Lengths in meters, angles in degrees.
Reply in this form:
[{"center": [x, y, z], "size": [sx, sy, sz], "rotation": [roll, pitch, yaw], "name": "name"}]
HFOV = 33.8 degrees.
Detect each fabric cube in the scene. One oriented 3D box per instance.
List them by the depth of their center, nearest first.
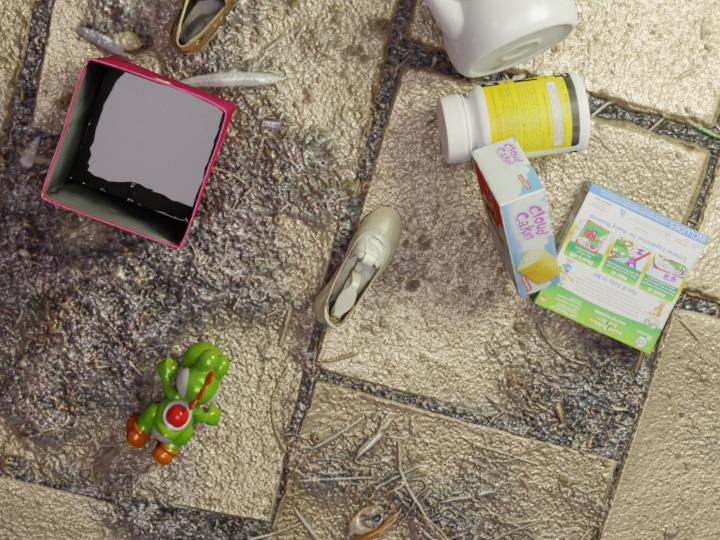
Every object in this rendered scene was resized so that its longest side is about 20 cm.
[{"center": [-0.294, -0.167, 1.609], "size": [0.196, 0.199, 0.201], "rotation": [20, 100, -6], "name": "fabric cube"}]

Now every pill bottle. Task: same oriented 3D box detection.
[{"center": [0.213, -0.211, 1.671], "size": [0.199, 0.114, 0.115], "rotation": [-8, 102, -2], "name": "pill bottle"}]

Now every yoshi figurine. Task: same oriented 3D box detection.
[{"center": [-0.258, 0.183, 1.748], "size": [0.200, 0.112, 0.112], "rotation": [-50, 59, 21], "name": "yoshi figurine"}]

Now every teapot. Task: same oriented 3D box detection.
[{"center": [0.193, -0.365, 1.616], "size": [0.197, 0.200, 0.146], "rotation": [-24, 84, 16], "name": "teapot"}]

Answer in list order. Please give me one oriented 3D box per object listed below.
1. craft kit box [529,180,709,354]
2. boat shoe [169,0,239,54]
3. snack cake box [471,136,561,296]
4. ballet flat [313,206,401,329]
[{"center": [0.383, -0.004, 1.758], "size": [0.199, 0.049, 0.198], "rotation": [24, 96, -7], "name": "craft kit box"}, {"center": [-0.197, -0.387, 1.636], "size": [0.072, 0.068, 0.200], "rotation": [26, 98, -6], "name": "boat shoe"}, {"center": [0.218, -0.073, 1.651], "size": [0.067, 0.115, 0.200], "rotation": [-20, 139, 1], "name": "snack cake box"}, {"center": [0.000, 0.000, 1.726], "size": [0.069, 0.069, 0.200], "rotation": [29, 98, -8], "name": "ballet flat"}]
